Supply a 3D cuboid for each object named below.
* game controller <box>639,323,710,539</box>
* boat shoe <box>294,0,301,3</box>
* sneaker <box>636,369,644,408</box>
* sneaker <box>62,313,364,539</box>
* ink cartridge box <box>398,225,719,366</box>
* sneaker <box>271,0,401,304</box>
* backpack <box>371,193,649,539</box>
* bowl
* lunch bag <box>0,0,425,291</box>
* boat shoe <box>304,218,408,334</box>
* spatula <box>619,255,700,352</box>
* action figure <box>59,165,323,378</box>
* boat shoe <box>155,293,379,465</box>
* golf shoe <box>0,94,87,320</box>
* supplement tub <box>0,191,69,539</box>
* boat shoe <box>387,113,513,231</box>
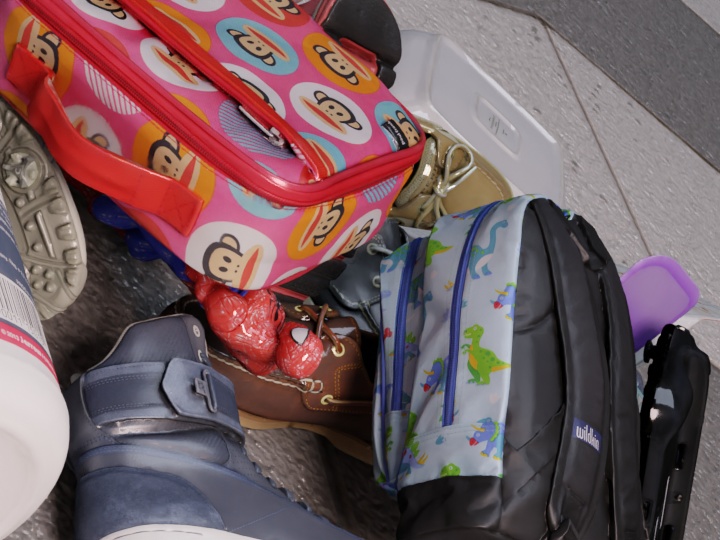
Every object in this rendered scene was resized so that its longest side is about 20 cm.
[{"bbox_3d":[0.160,0.133,1.073,0.042,0.202,0.104,14,28,20],"label":"game controller"},{"bbox_3d":[-0.111,-0.167,1.068,0.198,0.060,0.075,-13,68,-15],"label":"boat shoe"},{"bbox_3d":[0.135,0.091,1.152,0.201,0.085,0.078,-94,175,-50],"label":"sneaker"},{"bbox_3d":[-0.054,0.099,0.892,0.201,0.077,0.147,22,38,-42],"label":"sneaker"},{"bbox_3d":[0.131,0.024,1.180,0.198,0.048,0.160,9,11,-34],"label":"ink cartridge box"},{"bbox_3d":[-0.040,-0.064,1.083,0.073,0.086,0.202,27,77,-36],"label":"sneaker"},{"bbox_3d":[0.077,0.059,0.971,0.163,0.153,0.202,27,67,-44],"label":"backpack"},{"bbox_3d":[0.071,-0.079,1.333,0.199,0.075,0.200,42,25,-14],"label":"bowl"},{"bbox_3d":[-0.084,-0.079,0.891,0.200,0.082,0.176,40,31,16],"label":"lunch bag"},{"bbox_3d":[0.000,0.000,1.123,0.201,0.067,0.072,56,25,12],"label":"boat shoe"},{"bbox_3d":[0.114,0.072,1.075,0.057,0.200,0.021,45,-8,-39],"label":"spatula"},{"bbox_3d":[-0.080,-0.005,0.938,0.200,0.052,0.066,44,-10,40],"label":"action figure"},{"bbox_3d":[-0.024,0.048,1.017,0.199,0.070,0.071,20,38,-42],"label":"boat shoe"},{"bbox_3d":[-0.180,-0.066,0.930,0.201,0.078,0.097,56,21,13],"label":"golf shoe"},{"bbox_3d":[-0.198,0.006,0.723,0.140,0.140,0.201,18,38,-45],"label":"supplement tub"},{"bbox_3d":[0.013,-0.071,1.201,0.200,0.074,0.063,30,3,-18],"label":"boat shoe"}]
